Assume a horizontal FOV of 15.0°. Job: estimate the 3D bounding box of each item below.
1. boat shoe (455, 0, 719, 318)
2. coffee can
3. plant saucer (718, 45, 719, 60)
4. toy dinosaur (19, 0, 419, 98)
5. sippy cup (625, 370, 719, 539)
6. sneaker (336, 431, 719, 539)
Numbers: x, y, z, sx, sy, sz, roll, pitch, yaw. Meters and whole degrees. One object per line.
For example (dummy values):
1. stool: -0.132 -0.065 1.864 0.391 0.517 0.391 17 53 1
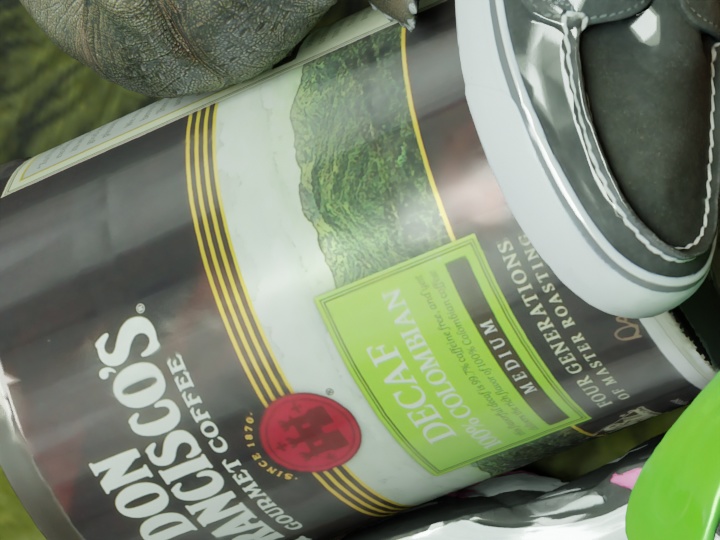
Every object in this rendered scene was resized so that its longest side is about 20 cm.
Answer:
1. boat shoe: 0.062 -0.089 0.700 0.057 0.068 0.201 -29 66 52
2. coffee can: 0.000 0.000 0.814 0.200 0.146 0.147 -23 79 20
3. plant saucer: 0.122 -0.128 0.748 0.032 0.200 0.201 17 94 -8
4. toy dinosaur: -0.048 -0.086 0.754 0.200 0.077 0.102 -27 113 27
5. sippy cup: 0.152 0.089 0.726 0.177 0.140 0.131 29 97 2
6. sneaker: 0.060 0.105 0.823 0.200 0.080 0.087 -17 91 27
